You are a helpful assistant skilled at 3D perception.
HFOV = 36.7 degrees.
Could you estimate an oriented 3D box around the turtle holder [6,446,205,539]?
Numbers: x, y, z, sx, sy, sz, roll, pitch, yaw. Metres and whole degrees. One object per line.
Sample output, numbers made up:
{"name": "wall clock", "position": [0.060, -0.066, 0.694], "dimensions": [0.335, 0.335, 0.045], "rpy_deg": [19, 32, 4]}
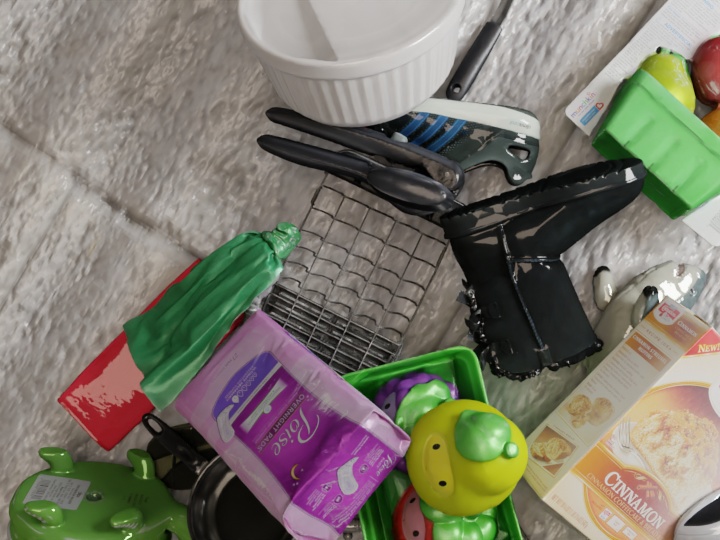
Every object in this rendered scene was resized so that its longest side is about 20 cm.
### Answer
{"name": "turtle holder", "position": [-0.236, 0.250, 1.023], "dimensions": [0.185, 0.141, 0.132], "rpy_deg": [-3, 113, -28]}

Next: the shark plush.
{"name": "shark plush", "position": [0.256, 0.086, 0.992], "dimensions": [0.083, 0.091, 0.201], "rpy_deg": [14, 86, -24]}

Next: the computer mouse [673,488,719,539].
{"name": "computer mouse", "position": [0.366, 0.204, 0.949], "dimensions": [0.200, 0.044, 0.110], "rpy_deg": [-33, 123, -4]}

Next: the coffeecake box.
{"name": "coffeecake box", "position": [0.256, 0.148, 0.951], "dimensions": [0.200, 0.073, 0.153], "rpy_deg": [-47, 118, 4]}

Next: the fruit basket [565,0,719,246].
{"name": "fruit basket", "position": [0.316, -0.151, 0.987], "dimensions": [0.185, 0.094, 0.200], "rpy_deg": [43, 78, 5]}

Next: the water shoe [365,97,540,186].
{"name": "water shoe", "position": [0.066, -0.119, 1.010], "dimensions": [0.199, 0.071, 0.079], "rpy_deg": [6, 92, 7]}

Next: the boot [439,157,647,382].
{"name": "boot", "position": [0.175, 0.002, 0.965], "dimensions": [0.197, 0.073, 0.163], "rpy_deg": [-18, 100, 12]}

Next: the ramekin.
{"name": "ramekin", "position": [-0.004, -0.217, 0.971], "dimensions": [0.201, 0.094, 0.203], "rpy_deg": [-5, 52, 6]}

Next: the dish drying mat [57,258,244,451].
{"name": "dish drying mat", "position": [-0.203, 0.084, 1.067], "dimensions": [0.200, 0.018, 0.077], "rpy_deg": [-44, 86, 3]}

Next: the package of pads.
{"name": "package of pads", "position": [-0.064, 0.129, 0.923], "dimensions": [0.121, 0.076, 0.200], "rpy_deg": [-51, 44, -4]}

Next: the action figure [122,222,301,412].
{"name": "action figure", "position": [-0.131, 0.028, 1.010], "dimensions": [0.200, 0.055, 0.118], "rpy_deg": [-43, 53, 11]}

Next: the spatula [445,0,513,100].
{"name": "spatula", "position": [0.135, -0.248, 1.028], "dimensions": [0.056, 0.021, 0.201], "rpy_deg": [29, 95, 19]}

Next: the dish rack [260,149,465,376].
{"name": "dish rack", "position": [0.000, 0.000, 1.027], "dimensions": [0.153, 0.055, 0.201], "rpy_deg": [26, 94, 8]}

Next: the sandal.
{"name": "sandal", "position": [-0.110, 0.167, 1.039], "dimensions": [0.200, 0.057, 0.080], "rpy_deg": [-5, 95, 21]}

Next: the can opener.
{"name": "can opener", "position": [0.000, -0.104, 0.976], "dimensions": [0.199, 0.079, 0.064], "rpy_deg": [24, 84, 17]}

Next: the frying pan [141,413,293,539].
{"name": "frying pan", "position": [-0.135, 0.207, 0.990], "dimensions": [0.189, 0.031, 0.115], "rpy_deg": [10, 71, 25]}

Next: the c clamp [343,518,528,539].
{"name": "c clamp", "position": [0.073, 0.266, 1.028], "dimensions": [0.199, 0.027, 0.172], "rpy_deg": [4, 90, 7]}

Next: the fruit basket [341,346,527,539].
{"name": "fruit basket", "position": [0.066, 0.170, 0.929], "dimensions": [0.155, 0.216, 0.217], "rpy_deg": [-14, 88, 5]}
